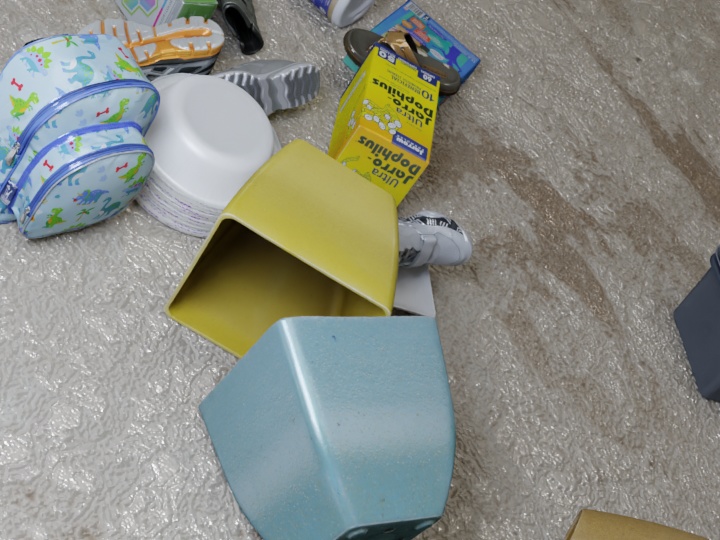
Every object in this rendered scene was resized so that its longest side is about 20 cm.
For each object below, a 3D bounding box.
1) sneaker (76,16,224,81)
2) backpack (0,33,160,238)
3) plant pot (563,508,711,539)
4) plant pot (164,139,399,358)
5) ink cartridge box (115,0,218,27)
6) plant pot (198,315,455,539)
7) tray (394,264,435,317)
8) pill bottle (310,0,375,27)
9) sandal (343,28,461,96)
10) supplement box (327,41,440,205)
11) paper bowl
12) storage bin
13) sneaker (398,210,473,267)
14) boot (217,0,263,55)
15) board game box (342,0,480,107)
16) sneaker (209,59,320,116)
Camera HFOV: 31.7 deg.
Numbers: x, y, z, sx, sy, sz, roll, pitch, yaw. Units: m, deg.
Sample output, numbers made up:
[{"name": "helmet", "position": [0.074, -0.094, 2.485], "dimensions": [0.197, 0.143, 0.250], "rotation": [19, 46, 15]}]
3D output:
[{"name": "sneaker", "position": [-0.269, -0.264, 1.584], "dimensions": [0.197, 0.078, 0.079], "rotation": [-4, 56, -17]}, {"name": "backpack", "position": [-0.303, -0.141, 1.335], "dimensions": [0.182, 0.201, 0.148], "rotation": [-18, 63, -46]}, {"name": "plant pot", "position": [0.307, 0.346, 1.364], "dimensions": [0.198, 0.188, 0.187], "rotation": [29, 38, 9]}, {"name": "plant pot", "position": [-0.066, -0.018, 1.373], "dimensions": [0.198, 0.200, 0.178], "rotation": [30, 49, -8]}, {"name": "ink cartridge box", "position": [-0.275, -0.382, 1.664], "dimensions": [0.059, 0.104, 0.201], "rotation": [-11, 59, -43]}, {"name": "plant pot", "position": [-0.019, 0.181, 1.259], "dimensions": [0.194, 0.196, 0.202], "rotation": [2, 59, -36]}, {"name": "tray", "position": [0.000, 0.000, 1.569], "dimensions": [0.197, 0.022, 0.108], "rotation": [17, 43, -24]}, {"name": "pill bottle", "position": [-0.062, -0.476, 1.904], "dimensions": [0.200, 0.120, 0.119], "rotation": [45, 40, 9]}, {"name": "sandal", "position": [0.066, -0.309, 1.822], "dimensions": [0.197, 0.055, 0.083], "rotation": [18, 44, -21]}, {"name": "supplement box", "position": [0.031, -0.193, 1.710], "dimensions": [0.108, 0.110, 0.202], "rotation": [25, 41, -14]}, {"name": "paper bowl", "position": [-0.182, -0.148, 1.498], "dimensions": [0.198, 0.104, 0.203], "rotation": [20, 48, -24]}, {"name": "storage bin", "position": [0.539, 0.090, 1.803], "dimensions": [0.144, 0.135, 0.202], "rotation": [15, 45, -25]}, {"name": "sneaker", "position": [0.048, -0.019, 1.552], "dimensions": [0.197, 0.075, 0.116], "rotation": [17, 44, -17]}, {"name": "boot", "position": [-0.186, -0.393, 1.707], "dimensions": [0.200, 0.067, 0.132], "rotation": [52, 14, -52]}, {"name": "board game box", "position": [0.081, -0.318, 1.918], "dimensions": [0.152, 0.045, 0.200], "rotation": [41, 39, 3]}, {"name": "sneaker", "position": [-0.150, -0.235, 1.664], "dimensions": [0.198, 0.076, 0.081], "rotation": [-15, 26, -39]}]
